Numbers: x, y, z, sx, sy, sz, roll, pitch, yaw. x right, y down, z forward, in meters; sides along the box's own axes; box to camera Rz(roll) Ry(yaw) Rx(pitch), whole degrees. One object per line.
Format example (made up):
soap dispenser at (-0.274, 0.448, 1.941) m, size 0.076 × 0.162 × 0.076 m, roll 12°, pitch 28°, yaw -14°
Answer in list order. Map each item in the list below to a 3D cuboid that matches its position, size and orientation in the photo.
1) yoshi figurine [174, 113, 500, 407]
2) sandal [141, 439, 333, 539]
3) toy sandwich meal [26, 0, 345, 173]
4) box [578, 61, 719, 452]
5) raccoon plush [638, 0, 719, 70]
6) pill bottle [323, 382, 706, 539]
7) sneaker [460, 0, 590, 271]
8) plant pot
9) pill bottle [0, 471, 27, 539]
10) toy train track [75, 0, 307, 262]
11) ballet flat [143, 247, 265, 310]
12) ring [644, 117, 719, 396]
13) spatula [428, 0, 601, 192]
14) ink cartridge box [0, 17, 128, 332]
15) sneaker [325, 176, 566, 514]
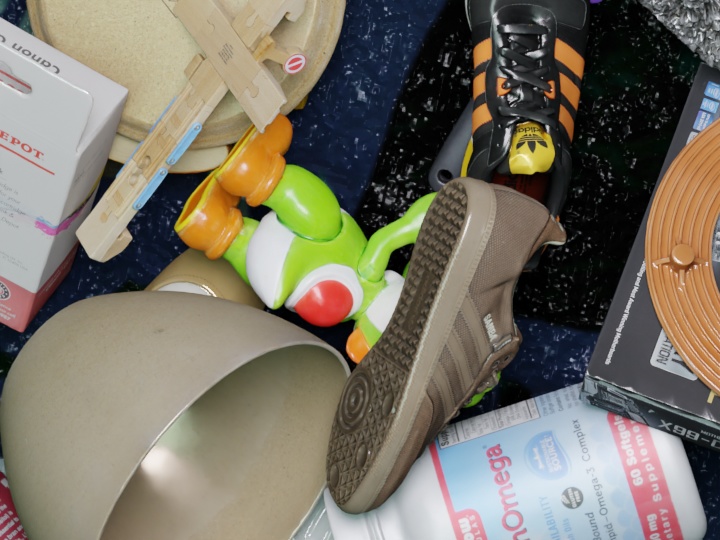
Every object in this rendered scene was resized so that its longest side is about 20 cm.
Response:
yoshi figurine at (0.003, -0.006, 1.547) m, size 0.200 × 0.112 × 0.112 m, roll 38°, pitch 87°, yaw -6°
sandal at (-0.028, 0.140, 1.603) m, size 0.203 × 0.050 × 0.083 m, roll 18°, pitch 87°, yaw -5°
toy sandwich meal at (-0.098, -0.156, 1.557) m, size 0.205 × 0.070 × 0.205 m, roll 1°, pitch 98°, yaw 8°
box at (0.226, 0.005, 1.484) m, size 0.158 × 0.050 × 0.200 m, roll 21°, pitch 71°, yaw 7°
raccoon plush at (0.200, -0.188, 1.443) m, size 0.134 × 0.200 × 0.097 m, roll -46°, pitch 63°, yaw 15°
pill bottle at (0.086, 0.132, 1.532) m, size 0.200 × 0.109 × 0.109 m, roll -19°, pitch 96°, yaw 2°
sneaker at (0.094, -0.094, 1.493) m, size 0.070 × 0.090 × 0.200 m, roll 0°, pitch 118°, yaw -6°
plant pot at (-0.121, 0.089, 1.496) m, size 0.134 × 0.200 × 0.200 m, roll 35°, pitch 105°, yaw 27°
pill bottle at (-0.257, 0.155, 1.613) m, size 0.113 × 0.113 × 0.200 m, roll -42°, pitch 91°, yaw 14°
toy train track at (-0.088, -0.084, 1.507) m, size 0.200 × 0.033 × 0.115 m, roll -51°, pitch 49°, yaw 19°
ballet flat at (-0.126, 0.059, 1.599) m, size 0.069 × 0.063 × 0.200 m, roll 42°, pitch 104°, yaw 1°
ring at (0.253, -0.008, 1.452) m, size 0.200 × 0.019 × 0.201 m, roll 1°, pitch 69°, yaw -2°
spatula at (0.092, -0.129, 1.547) m, size 0.057 × 0.021 × 0.200 m, roll 32°, pitch 104°, yaw 2°
ink cartridge box at (-0.206, -0.072, 1.542) m, size 0.116 × 0.068 × 0.200 m, roll 29°, pitch 136°, yaw 4°
sneaker at (0.049, 0.050, 1.472) m, size 0.076 × 0.070 × 0.200 m, roll 16°, pitch 108°, yaw -26°
